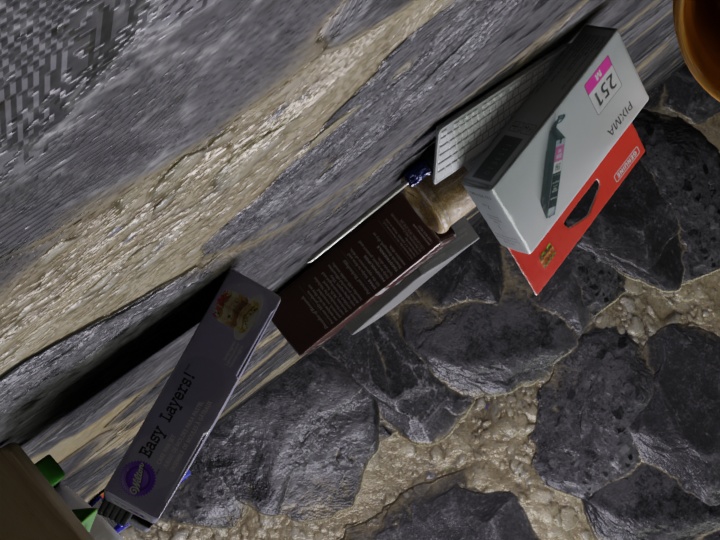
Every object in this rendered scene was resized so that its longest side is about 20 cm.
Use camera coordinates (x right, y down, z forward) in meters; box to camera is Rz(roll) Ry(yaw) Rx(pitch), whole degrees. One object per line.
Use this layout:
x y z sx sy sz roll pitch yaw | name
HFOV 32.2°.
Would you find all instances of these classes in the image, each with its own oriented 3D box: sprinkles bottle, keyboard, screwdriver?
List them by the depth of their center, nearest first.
0.128 -0.141 1.104 0.200 0.011 0.056 -35 137 -36 | keyboard
0.031 -0.068 1.111 0.200 0.028 0.029 -41 -154 -15 | screwdriver
0.134 -0.120 1.201 0.200 0.068 0.068 -37 176 -10 | sprinkles bottle

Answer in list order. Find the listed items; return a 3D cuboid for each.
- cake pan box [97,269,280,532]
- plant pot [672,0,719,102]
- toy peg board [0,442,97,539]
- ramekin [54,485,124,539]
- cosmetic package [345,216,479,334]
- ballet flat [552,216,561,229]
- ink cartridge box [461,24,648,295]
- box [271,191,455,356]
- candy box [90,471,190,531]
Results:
-0.140 0.113 0.992 0.200 0.052 0.184 -62 -178 -17 | cake pan box
0.384 -0.259 1.145 0.200 0.200 0.183 -40 -168 22 | plant pot
-0.265 0.261 0.970 0.199 0.200 0.098 -39 179 10 | toy peg board
-0.331 0.351 1.496 0.098 0.200 0.200 -44 178 -18 | ramekin
0.041 -0.011 1.494 0.107 0.090 0.200 -32 177 -32 | cosmetic package
0.157 -0.080 1.276 0.068 0.068 0.200 -3 -153 -8 | ballet flat
0.198 -0.095 1.156 0.043 0.174 0.200 22 -113 47 | ink cartridge box
0.000 0.000 1.338 0.200 0.075 0.100 -38 177 15 | box
-0.423 0.421 2.317 0.169 0.077 0.200 -34 176 -34 | candy box
